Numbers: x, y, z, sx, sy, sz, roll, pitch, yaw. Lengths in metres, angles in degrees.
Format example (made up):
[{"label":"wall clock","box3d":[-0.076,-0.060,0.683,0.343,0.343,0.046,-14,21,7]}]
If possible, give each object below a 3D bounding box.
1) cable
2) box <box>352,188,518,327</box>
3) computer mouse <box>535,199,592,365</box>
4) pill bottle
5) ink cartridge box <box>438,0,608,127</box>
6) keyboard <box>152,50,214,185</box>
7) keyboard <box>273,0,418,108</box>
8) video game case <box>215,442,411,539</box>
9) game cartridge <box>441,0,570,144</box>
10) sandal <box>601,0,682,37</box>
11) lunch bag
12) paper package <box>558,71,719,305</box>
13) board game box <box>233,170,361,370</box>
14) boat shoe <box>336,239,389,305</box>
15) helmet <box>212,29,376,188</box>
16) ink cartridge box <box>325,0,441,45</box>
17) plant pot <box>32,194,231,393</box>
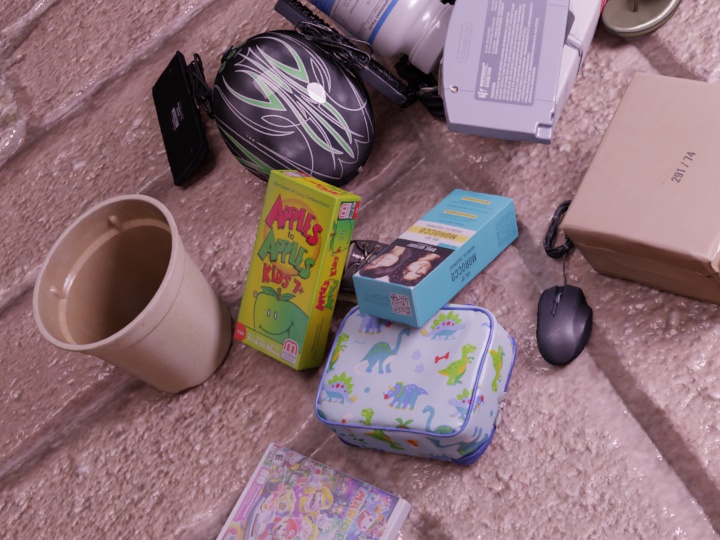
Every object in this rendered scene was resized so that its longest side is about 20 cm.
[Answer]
[{"label":"cable","box3d":[0.141,-0.278,1.809,0.200,0.051,0.163,-42,48,1]},{"label":"box","box3d":[0.083,-0.017,1.610,0.082,0.050,0.200,12,37,36]},{"label":"computer mouse","box3d":[0.214,0.008,1.584,0.058,0.034,0.202,-12,55,27]},{"label":"pill bottle","box3d":[0.023,-0.323,1.761,0.199,0.112,0.113,36,80,2]},{"label":"ink cartridge box","box3d":[0.190,-0.275,1.720,0.143,0.084,0.202,20,71,11]},{"label":"keyboard","box3d":[-0.226,-0.209,2.004,0.104,0.039,0.201,-48,43,30]},{"label":"keyboard","box3d":[-0.009,-0.266,1.762,0.040,0.199,0.104,-53,2,20]},{"label":"video game case","box3d":[-0.056,0.277,1.586,0.198,0.018,0.144,17,70,38]},{"label":"game cartridge","box3d":[0.157,-0.239,1.644,0.131,0.041,0.203,10,70,3]},{"label":"sandal","box3d":[0.353,-0.348,1.716,0.201,0.057,0.080,-42,47,1]},{"label":"lunch bag","box3d":[0.061,0.112,1.579,0.198,0.082,0.162,2,62,33]},{"label":"paper package","box3d":[0.331,-0.084,1.525,0.189,0.104,0.202,16,71,38]},{"label":"board game box","box3d":[-0.073,-0.002,1.688,0.101,0.047,0.203,23,107,34]},{"label":"boat shoe","box3d":[0.000,0.000,1.702,0.198,0.065,0.074,-3,57,30]},{"label":"helmet","box3d":[-0.080,-0.192,1.810,0.200,0.200,0.190,-49,31,-5]},{"label":"ink cartridge box","box3d":[0.055,-0.393,1.876,0.199,0.084,0.146,-21,42,37]},{"label":"plant pot","box3d":[-0.248,0.045,1.749,0.198,0.184,0.203,-16,53,23]}]
